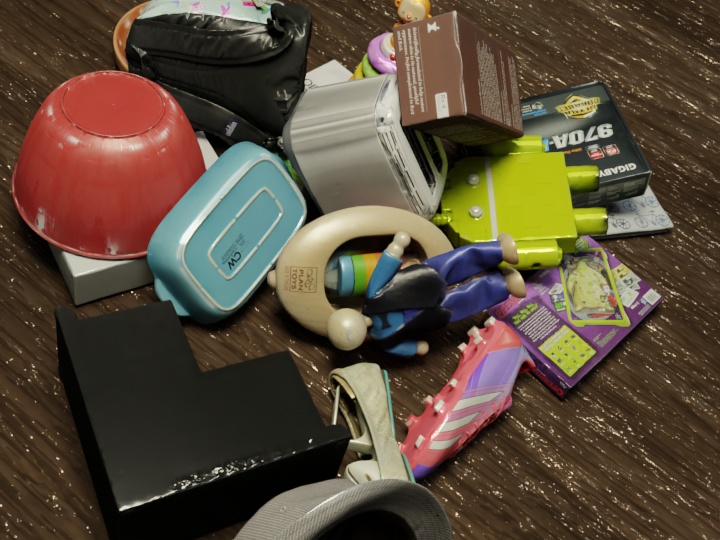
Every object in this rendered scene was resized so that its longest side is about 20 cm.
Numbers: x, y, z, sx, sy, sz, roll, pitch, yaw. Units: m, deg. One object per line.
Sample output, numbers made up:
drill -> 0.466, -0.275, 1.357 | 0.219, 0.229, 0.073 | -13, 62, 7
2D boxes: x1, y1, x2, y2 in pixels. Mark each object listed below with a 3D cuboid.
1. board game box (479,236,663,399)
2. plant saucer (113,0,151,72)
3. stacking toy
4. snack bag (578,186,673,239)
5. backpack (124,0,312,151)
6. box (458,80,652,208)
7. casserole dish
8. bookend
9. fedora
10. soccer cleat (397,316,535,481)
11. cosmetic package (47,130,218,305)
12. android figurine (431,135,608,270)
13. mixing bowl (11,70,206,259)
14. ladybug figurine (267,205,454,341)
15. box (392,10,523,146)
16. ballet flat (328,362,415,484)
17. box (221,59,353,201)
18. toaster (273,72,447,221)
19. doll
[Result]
board game box -> 0.237, 0.044, 0.973 | 0.199, 0.032, 0.120 | -32, 69, -35
plant saucer -> -0.211, -0.274, 1.112 | 0.197, 0.032, 0.202 | 8, 50, -10
stacking toy -> 0.038, -0.221, 0.979 | 0.115, 0.201, 0.110 | 31, 50, 8
snack bag -> 0.279, -0.119, 1.125 | 0.186, 0.022, 0.202 | -6, 53, -19
backpack -> -0.159, -0.233, 0.981 | 0.197, 0.169, 0.127 | 9, 28, -2
box -> 0.230, -0.144, 1.078 | 0.197, 0.046, 0.160 | -13, 56, -3
casserole dish -> -0.122, -0.038, 0.868 | 0.039, 0.122, 0.201 | 5, 50, 48
bookend -> -0.144, 0.114, 0.766 | 0.197, 0.093, 0.201 | -13, 54, -27
fedora -> -0.033, 0.228, 0.674 | 0.200, 0.177, 0.090 | -45, 39, -12
soccer cleat -> 0.105, 0.131, 0.844 | 0.076, 0.067, 0.200 | 43, 54, -6
cosmetic package -> -0.226, -0.061, 0.916 | 0.198, 0.052, 0.152 | -18, 59, -28
android figurine -> 0.173, -0.077, 0.987 | 0.197, 0.041, 0.184 | 0, 56, 4
mixing bowl -> -0.241, -0.123, 0.861 | 0.197, 0.109, 0.202 | 8, 47, -9
ladybug figurine -> 0.000, 0.000, 0.891 | 0.197, 0.138, 0.072 | 0, 12, -21
box -> 0.107, -0.192, 0.920 | 0.074, 0.199, 0.102 | -7, 88, 25
ballet flat -> 0.006, 0.168, 0.784 | 0.061, 0.068, 0.201 | 2, 41, -15
box -> -0.052, -0.173, 1.068 | 0.144, 0.037, 0.199 | 41, 54, 19
toaster -> 0.008, -0.125, 0.927 | 0.128, 0.201, 0.114 | -8, 40, 27
doll -> 0.058, 0.023, 0.852 | 0.198, 0.138, 0.049 | -22, 29, -8
